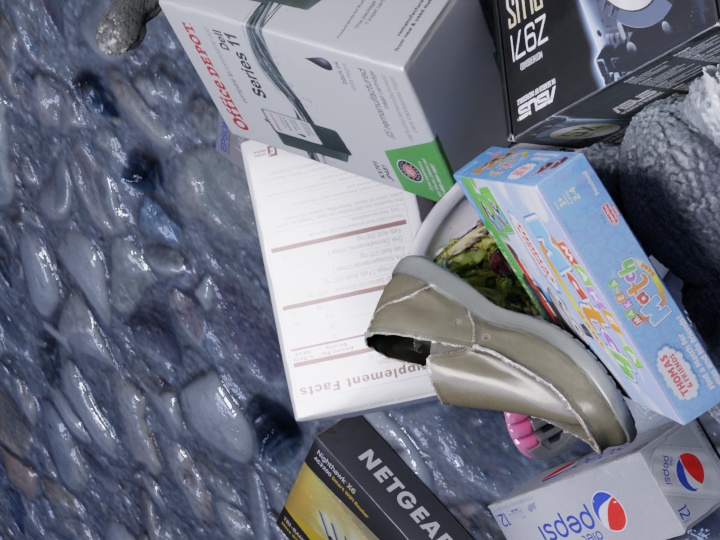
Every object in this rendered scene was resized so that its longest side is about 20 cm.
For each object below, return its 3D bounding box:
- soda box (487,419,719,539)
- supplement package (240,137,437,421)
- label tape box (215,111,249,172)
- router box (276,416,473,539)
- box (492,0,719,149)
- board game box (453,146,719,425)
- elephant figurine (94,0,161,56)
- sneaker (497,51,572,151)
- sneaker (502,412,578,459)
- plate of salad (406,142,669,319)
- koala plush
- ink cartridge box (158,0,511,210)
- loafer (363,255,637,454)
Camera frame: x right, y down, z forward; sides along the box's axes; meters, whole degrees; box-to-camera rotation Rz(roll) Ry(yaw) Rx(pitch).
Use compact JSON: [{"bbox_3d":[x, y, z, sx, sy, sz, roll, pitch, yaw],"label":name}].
[{"bbox_3d":[0.182,0.170,1.415,0.068,0.063,0.200,60,146,2],"label":"soda box"},{"bbox_3d":[0.000,0.000,1.360,0.117,0.117,0.200,20,-122,-80],"label":"supplement package"},{"bbox_3d":[-0.066,-0.142,1.503,0.200,0.063,0.144,37,139,29],"label":"label tape box"},{"bbox_3d":[0.023,0.245,1.687,0.200,0.052,0.157,47,144,19],"label":"router box"},{"bbox_3d":[0.165,-0.176,1.102,0.200,0.086,0.164,-26,65,56],"label":"box"},{"bbox_3d":[0.125,0.002,1.083,0.151,0.037,0.200,57,174,-9],"label":"board game box"},{"bbox_3d":[-0.148,-0.274,1.387,0.155,0.200,0.142,39,141,29],"label":"elephant figurine"},{"bbox_3d":[0.123,-0.115,1.276,0.200,0.078,0.091,-30,86,55],"label":"sneaker"},{"bbox_3d":[0.115,0.040,1.403,0.095,0.079,0.200,-141,34,-65],"label":"sneaker"},{"bbox_3d":[0.125,-0.007,1.247,0.048,0.200,0.200,-115,22,-46],"label":"plate of salad"},{"bbox_3d":[0.219,-0.020,1.080,0.200,0.184,0.177,46,146,-12],"label":"koala plush"},{"bbox_3d":[-0.013,-0.136,1.241,0.200,0.083,0.147,20,154,32],"label":"ink cartridge box"},{"bbox_3d":[0.079,0.062,1.141,0.200,0.070,0.075,30,160,42],"label":"loafer"}]
